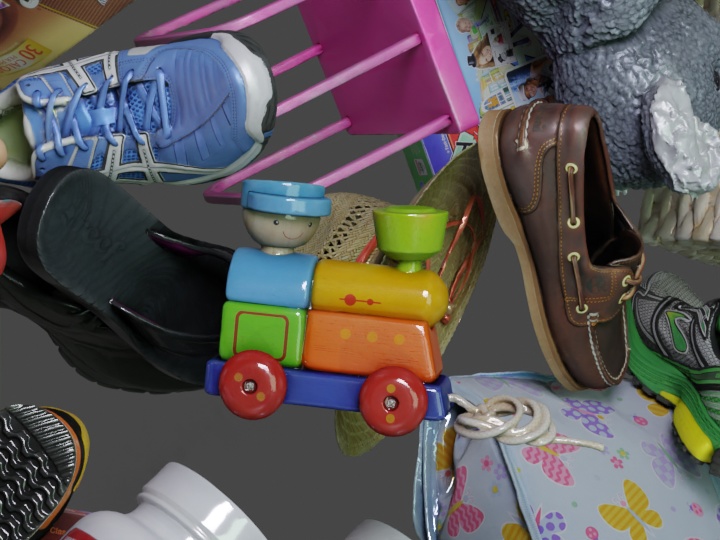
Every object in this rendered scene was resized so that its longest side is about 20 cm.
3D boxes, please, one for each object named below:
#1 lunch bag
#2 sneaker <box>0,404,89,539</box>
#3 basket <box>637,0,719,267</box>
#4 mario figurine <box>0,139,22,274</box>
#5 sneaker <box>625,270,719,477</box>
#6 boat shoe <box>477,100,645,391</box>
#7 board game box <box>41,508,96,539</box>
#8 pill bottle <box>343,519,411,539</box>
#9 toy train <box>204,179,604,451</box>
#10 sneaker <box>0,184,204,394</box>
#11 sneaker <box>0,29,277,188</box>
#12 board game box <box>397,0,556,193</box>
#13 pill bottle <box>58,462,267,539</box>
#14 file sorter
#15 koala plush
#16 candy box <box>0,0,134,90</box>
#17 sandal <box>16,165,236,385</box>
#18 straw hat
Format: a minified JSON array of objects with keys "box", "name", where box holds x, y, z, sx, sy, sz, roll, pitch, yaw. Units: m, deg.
[{"box":[0.130,0.155,1.222,0.168,0.127,0.201,1,58,-34],"name":"lunch bag"},{"box":[-0.212,0.151,1.063,0.070,0.090,0.200,45,94,7],"name":"sneaker"},{"box":[0.300,-0.089,1.273,0.160,0.198,0.202,17,84,-26],"name":"basket"},{"box":[-0.215,-0.087,0.981,0.105,0.123,0.201,-22,96,1],"name":"mario figurine"},{"box":[0.218,0.048,1.235,0.077,0.200,0.086,12,111,-20],"name":"sneaker"},{"box":[0.127,-0.009,1.167,0.071,0.070,0.201,-70,146,-43],"name":"boat shoe"},{"box":[-0.102,0.197,1.155,0.199,0.019,0.104,13,84,-29],"name":"board game box"},{"box":[-0.029,0.241,1.121,0.200,0.116,0.117,-46,112,-19],"name":"pill bottle"},{"box":[0.027,0.020,1.012,0.198,0.085,0.117,6,96,8],"name":"toy train"},{"box":[-0.141,0.014,1.087,0.199,0.091,0.076,26,77,-29],"name":"sneaker"},{"box":[-0.124,-0.071,1.024,0.077,0.199,0.076,-17,94,-51],"name":"sneaker"},{"box":[0.063,-0.157,1.232,0.134,0.029,0.201,-27,104,-27],"name":"board game box"},{"box":[-0.137,0.200,1.060,0.200,0.112,0.112,-46,112,-19],"name":"pill bottle"},{"box":[-0.052,-0.146,1.098,0.125,0.139,0.201,-27,105,-23],"name":"file sorter"},{"box":[0.151,-0.137,1.180,0.182,0.177,0.202,-15,100,-17],"name":"koala plush"},{"box":[-0.170,-0.164,0.999,0.116,0.199,0.057,28,62,-27],"name":"candy box"},{"box":[-0.095,0.011,1.046,0.200,0.048,0.076,31,75,-51],"name":"sandal"},{"box":[0.000,0.000,1.162,0.085,0.201,0.202,25,75,17],"name":"straw hat"}]
